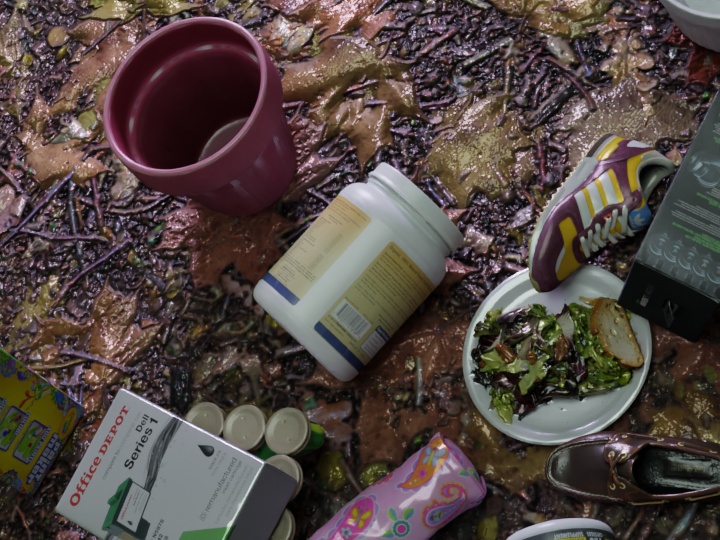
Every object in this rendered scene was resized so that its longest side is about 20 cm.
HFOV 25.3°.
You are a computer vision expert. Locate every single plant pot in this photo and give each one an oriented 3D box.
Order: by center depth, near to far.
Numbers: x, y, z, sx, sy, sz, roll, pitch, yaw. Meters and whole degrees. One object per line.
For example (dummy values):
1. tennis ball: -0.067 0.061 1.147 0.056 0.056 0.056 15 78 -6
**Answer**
1. plant pot: -0.162 -0.156 1.808 0.198 0.179 0.202 -9 64 18

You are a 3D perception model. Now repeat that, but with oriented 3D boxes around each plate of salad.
1. plate of salad: 0.197 0.079 1.635 0.198 0.048 0.202 -8 65 18

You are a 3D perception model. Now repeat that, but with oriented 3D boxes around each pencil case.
1. pencil case: 0.032 0.252 1.605 0.200 0.087 0.088 -39 59 2

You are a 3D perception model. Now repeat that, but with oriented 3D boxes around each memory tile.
1. memory tile: -0.129 0.234 1.632 0.152 0.017 0.202 0 70 24

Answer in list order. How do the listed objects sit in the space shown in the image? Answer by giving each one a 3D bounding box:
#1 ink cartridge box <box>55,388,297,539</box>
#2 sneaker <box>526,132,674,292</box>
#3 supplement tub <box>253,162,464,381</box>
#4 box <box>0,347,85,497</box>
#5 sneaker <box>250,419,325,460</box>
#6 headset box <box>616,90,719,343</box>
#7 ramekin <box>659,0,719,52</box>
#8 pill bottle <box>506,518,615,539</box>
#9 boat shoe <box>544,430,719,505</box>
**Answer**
1. ink cartridge box: -0.186 0.226 1.602 0.199 0.084 0.147 22 79 30
2. sneaker: 0.247 -0.055 1.648 0.090 0.075 0.201 21 68 30
3. supplement tub: 0.000 0.000 1.693 0.200 0.144 0.144 -47 59 -4
4. box: -0.450 0.133 1.784 0.199 0.193 0.123 23 77 29
5. sneaker: -0.121 0.214 1.694 0.199 0.074 0.084 -25 73 13
6. headset box: 0.331 -0.042 1.552 0.092 0.174 0.201 26 77 10
7. ramekin: 0.406 -0.325 1.701 0.198 0.105 0.202 -9 63 18
8. pill bottle: 0.198 0.340 1.478 0.111 0.112 0.202 -16 62 14
9. boat shoe: 0.269 0.189 1.538 0.198 0.070 0.071 -4 84 22
